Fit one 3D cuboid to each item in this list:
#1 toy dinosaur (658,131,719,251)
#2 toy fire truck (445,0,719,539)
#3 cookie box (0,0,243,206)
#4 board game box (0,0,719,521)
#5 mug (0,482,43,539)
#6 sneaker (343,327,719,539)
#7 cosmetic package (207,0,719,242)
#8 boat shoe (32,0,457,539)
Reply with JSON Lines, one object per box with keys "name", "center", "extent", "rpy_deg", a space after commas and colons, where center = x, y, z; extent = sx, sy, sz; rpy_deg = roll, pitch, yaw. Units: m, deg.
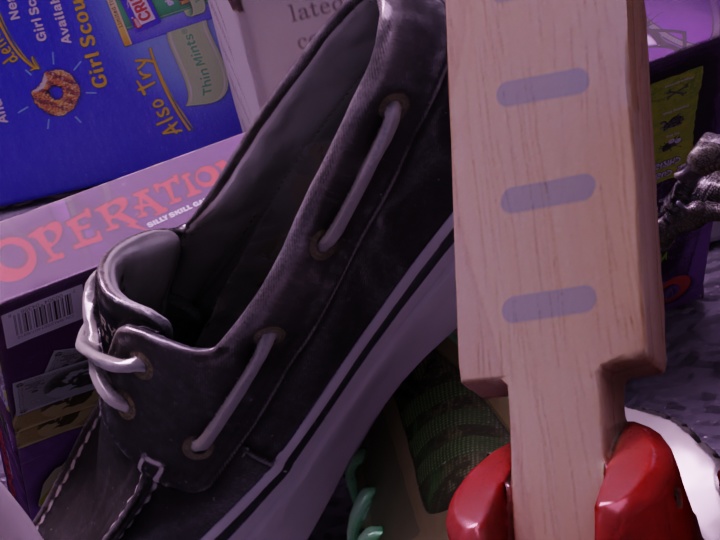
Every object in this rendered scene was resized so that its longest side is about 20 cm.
{"name": "toy dinosaur", "center": [0.102, 0.002, 0.587], "extent": [0.088, 0.200, 0.047], "rpy_deg": [34, 61, 6]}
{"name": "toy fire truck", "center": [0.091, 0.037, 0.497], "extent": [0.176, 0.200, 0.129], "rpy_deg": [-19, 24, 7]}
{"name": "cookie box", "center": [-0.114, -0.117, 0.997], "extent": [0.199, 0.172, 0.075], "rpy_deg": [-12, 22, 6]}
{"name": "board game box", "center": [0.000, 0.000, 0.751], "extent": [0.199, 0.120, 0.032], "rpy_deg": [-21, 53, -14]}
{"name": "mug", "center": [-0.172, 0.103, 0.597], "extent": [0.153, 0.150, 0.186], "rpy_deg": [0, 20, 47]}
{"name": "sneaker", "center": [0.019, 0.063, 0.664], "extent": [0.089, 0.077, 0.200], "rpy_deg": [-37, 26, -15]}
{"name": "cosmetic package", "center": [0.032, -0.115, 0.872], "extent": [0.165, 0.201, 0.165], "rpy_deg": [-16, 24, -4]}
{"name": "boat shoe", "center": [-0.032, 0.013, 0.669], "extent": [0.200, 0.071, 0.072], "rpy_deg": [-53, 31, 19]}
